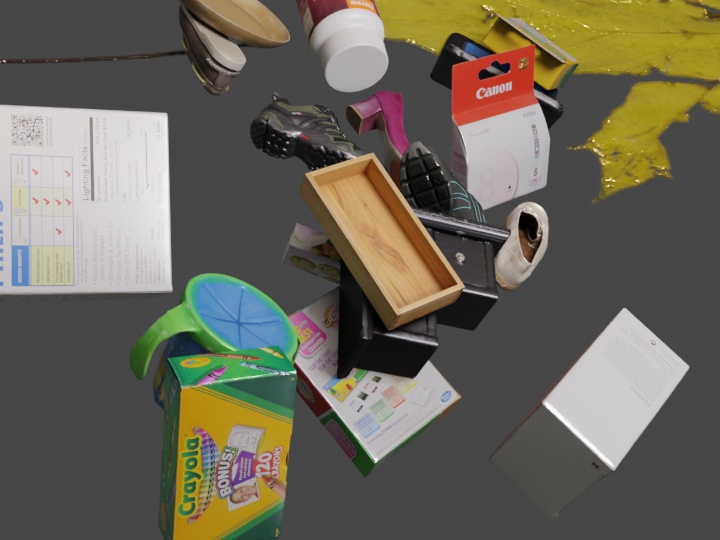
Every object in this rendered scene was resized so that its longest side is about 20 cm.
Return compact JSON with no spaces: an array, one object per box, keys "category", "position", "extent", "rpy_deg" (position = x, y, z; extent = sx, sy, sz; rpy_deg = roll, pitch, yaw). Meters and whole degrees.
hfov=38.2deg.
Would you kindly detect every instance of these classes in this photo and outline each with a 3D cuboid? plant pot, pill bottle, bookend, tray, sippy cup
[{"category":"plant pot","position":[-0.190,-0.369,1.458],"extent":[0.198,0.028,0.201],"rpy_deg":[31,22,-13]},{"category":"pill bottle","position":[-0.029,-0.367,1.513],"extent":[0.112,0.115,0.202],"rpy_deg":[-2,57,-23]},{"category":"bookend","position":[0.078,0.035,1.233],"extent":[0.196,0.092,0.203],"rpy_deg":[12,53,-14]},{"category":"tray","position":[0.022,-0.036,1.177],"extent":[0.098,0.037,0.201],"rpy_deg":[-20,66,-31]},{"category":"sippy cup","position":[-0.155,0.096,1.109],"extent":[0.176,0.131,0.140],"rpy_deg":[28,24,-15]}]

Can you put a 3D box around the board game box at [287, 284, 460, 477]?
[{"category":"board game box","position":[0.000,0.119,1.228],"extent":[0.152,0.040,0.201],"rpy_deg":[-29,71,-35]}]

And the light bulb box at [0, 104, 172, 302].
[{"category":"light bulb box","position":[-0.315,-0.068,1.132],"extent":[0.197,0.125,0.202],"rpy_deg":[0,84,-22]}]

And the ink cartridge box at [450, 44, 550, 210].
[{"category":"ink cartridge box","position":[0.195,-0.193,1.436],"extent":[0.161,0.203,0.057],"rpy_deg":[-20,37,-32]}]

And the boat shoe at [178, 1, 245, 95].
[{"category":"boat shoe","position":[-0.214,-0.312,1.424],"extent":[0.071,0.060,0.201],"rpy_deg":[14,30,-38]}]

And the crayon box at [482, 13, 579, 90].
[{"category":"crayon box","position":[0.261,-0.334,1.590],"extent":[0.125,0.052,0.200],"rpy_deg":[38,19,8]}]

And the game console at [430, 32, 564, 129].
[{"category":"game console","position":[0.218,-0.303,1.574],"extent":[0.198,0.176,0.118],"rpy_deg":[27,79,-1]}]

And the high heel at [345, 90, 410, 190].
[{"category":"high heel","position":[0.067,-0.173,1.450],"extent":[0.095,0.068,0.201],"rpy_deg":[-22,56,-27]}]

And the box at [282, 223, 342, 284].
[{"category":"box","position":[0.000,0.000,1.313],"extent":[0.197,0.042,0.039],"rpy_deg":[22,51,-8]}]

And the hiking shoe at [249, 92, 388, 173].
[{"category":"hiking shoe","position":[-0.044,-0.180,1.399],"extent":[0.198,0.076,0.101],"rpy_deg":[26,54,-2]}]

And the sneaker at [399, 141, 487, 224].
[{"category":"sneaker","position":[0.115,-0.083,1.372],"extent":[0.202,0.075,0.079],"rpy_deg":[63,36,-17]}]

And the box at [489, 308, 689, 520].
[{"category":"box","position":[0.270,0.169,1.231],"extent":[0.106,0.153,0.199],"rpy_deg":[43,51,10]}]

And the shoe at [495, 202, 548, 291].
[{"category":"shoe","position":[0.227,-0.042,1.409],"extent":[0.070,0.053,0.201],"rpy_deg":[38,37,-4]}]

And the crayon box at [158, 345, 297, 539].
[{"category":"crayon box","position":[-0.134,0.179,1.029],"extent":[0.117,0.203,0.058],"rpy_deg":[-5,27,-25]}]
